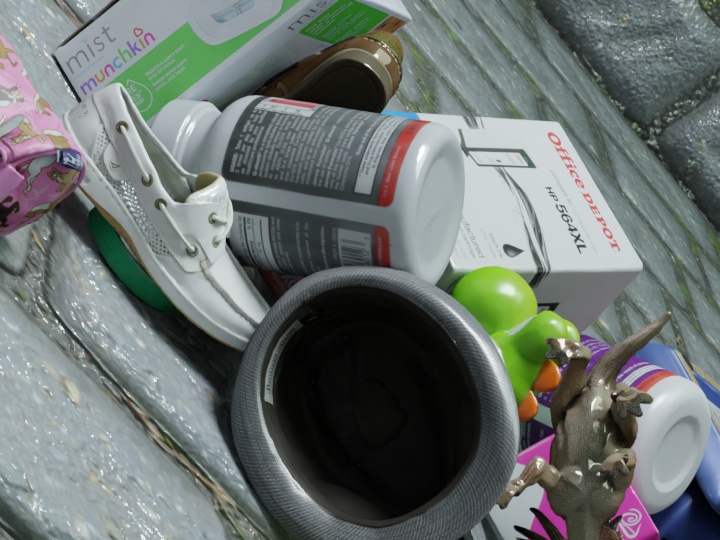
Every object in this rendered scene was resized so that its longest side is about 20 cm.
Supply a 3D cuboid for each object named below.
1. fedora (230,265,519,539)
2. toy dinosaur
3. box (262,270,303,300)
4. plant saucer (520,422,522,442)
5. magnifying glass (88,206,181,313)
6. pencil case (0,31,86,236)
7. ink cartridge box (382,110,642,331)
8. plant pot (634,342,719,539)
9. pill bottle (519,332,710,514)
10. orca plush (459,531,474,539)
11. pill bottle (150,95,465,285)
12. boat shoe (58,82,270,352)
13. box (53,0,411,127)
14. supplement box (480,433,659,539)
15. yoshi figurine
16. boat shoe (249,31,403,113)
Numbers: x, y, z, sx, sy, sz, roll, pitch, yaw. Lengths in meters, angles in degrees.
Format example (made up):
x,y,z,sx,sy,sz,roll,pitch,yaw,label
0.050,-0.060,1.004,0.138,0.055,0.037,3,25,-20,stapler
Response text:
x,y,z,sx,sy,sz,roll,pitch,yaw,label
0.013,0.098,1.570,0.200,0.177,0.090,52,-1,18,fedora
0.149,0.123,1.601,0.136,0.085,0.201,61,45,-65,toy dinosaur
0.000,0.000,1.809,0.102,0.095,0.201,0,52,-43,box
0.064,0.059,1.893,0.201,0.027,0.201,56,-21,35,plant saucer
-0.111,0.013,1.637,0.200,0.022,0.080,40,21,-46,magnifying glass
-0.236,-0.119,1.430,0.082,0.087,0.201,-14,66,-40,pencil case
0.087,-0.034,1.771,0.199,0.084,0.147,-1,54,-43,ink cartridge box
0.245,0.185,2.044,0.200,0.179,0.201,36,24,-50,plant pot
0.170,0.108,1.940,0.199,0.113,0.112,25,-5,36,pill bottle
0.066,0.217,1.645,0.071,0.106,0.201,10,40,-24,orca plush
-0.040,-0.055,1.637,0.116,0.199,0.117,11,90,-70,pill bottle
-0.113,-0.034,1.569,0.200,0.069,0.071,49,15,-19,boat shoe
-0.090,-0.172,1.760,0.097,0.200,0.176,57,14,12,box
0.151,0.196,1.769,0.104,0.101,0.200,60,-3,23,supplement box
0.053,0.067,1.663,0.112,0.199,0.112,58,18,-5,yoshi figurine
-0.047,-0.103,1.727,0.072,0.199,0.068,54,33,-17,boat shoe
